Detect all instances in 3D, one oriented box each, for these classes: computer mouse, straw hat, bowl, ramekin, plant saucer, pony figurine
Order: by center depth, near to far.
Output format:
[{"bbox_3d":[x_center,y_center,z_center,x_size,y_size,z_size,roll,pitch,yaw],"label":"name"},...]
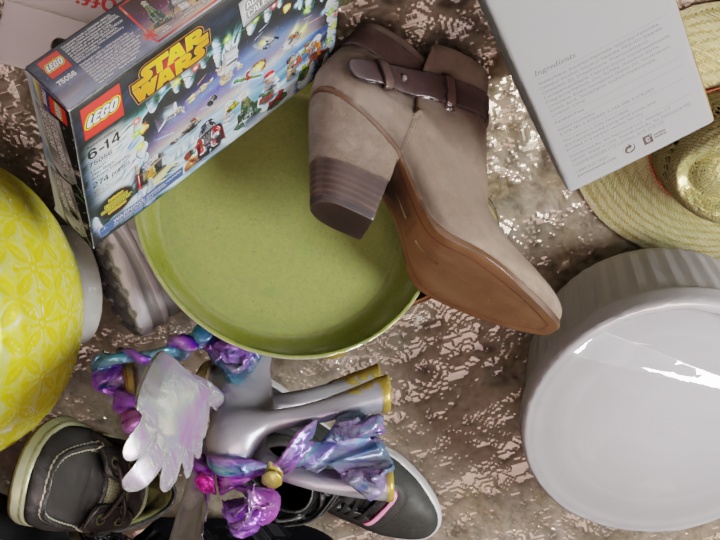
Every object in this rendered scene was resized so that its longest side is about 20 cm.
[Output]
[{"bbox_3d":[-0.079,0.104,0.821,0.197,0.194,0.168,-1,124,-4],"label":"pony figurine"},{"bbox_3d":[-0.047,-0.040,0.830,0.197,0.031,0.203,5,72,-16],"label":"plant saucer"},{"bbox_3d":[-0.231,0.018,0.845,0.107,0.200,0.202,-10,124,-40],"label":"bowl"},{"bbox_3d":[0.240,-0.072,0.854,0.198,0.085,0.203,-1,116,-2],"label":"straw hat"},{"bbox_3d":[0.205,0.076,0.907,0.199,0.095,0.204,0,125,0],"label":"ramekin"},{"bbox_3d":[-0.112,0.216,0.963,0.197,0.138,0.053,8,97,-18],"label":"computer mouse"}]

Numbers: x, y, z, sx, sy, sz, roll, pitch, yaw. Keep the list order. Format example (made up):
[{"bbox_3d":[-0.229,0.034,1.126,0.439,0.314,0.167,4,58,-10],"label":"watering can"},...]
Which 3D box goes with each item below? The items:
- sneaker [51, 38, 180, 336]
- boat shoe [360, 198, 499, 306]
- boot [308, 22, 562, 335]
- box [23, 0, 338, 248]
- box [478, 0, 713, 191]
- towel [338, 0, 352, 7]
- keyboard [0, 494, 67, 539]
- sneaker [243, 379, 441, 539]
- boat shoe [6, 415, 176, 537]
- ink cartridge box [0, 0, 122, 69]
[{"bbox_3d":[-0.151,-0.063,0.862,0.081,0.074,0.202,-26,115,-27],"label":"sneaker"},{"bbox_3d":[0.001,0.000,0.887,0.198,0.068,0.073,-18,116,6],"label":"boat shoe"},{"bbox_3d":[0.055,-0.065,0.821,0.199,0.147,0.070,30,147,-17],"label":"boot"},{"bbox_3d":[-0.092,-0.116,0.746,0.040,0.200,0.137,41,156,17],"label":"box"},{"bbox_3d":[0.114,-0.168,0.750,0.097,0.125,0.201,-25,133,9],"label":"box"},{"bbox_3d":[0.028,-0.255,0.783,0.198,0.037,0.149,-28,115,9],"label":"towel"},{"bbox_3d":[-0.245,0.200,0.822,0.020,0.129,0.200,-10,155,19],"label":"keyboard"},{"bbox_3d":[-0.019,0.161,0.948,0.199,0.099,0.071,36,108,-19],"label":"sneaker"},{"bbox_3d":[-0.172,0.142,0.882,0.065,0.201,0.073,15,83,10],"label":"boat shoe"},{"bbox_3d":[-0.153,-0.203,0.746,0.116,0.067,0.203,15,101,5],"label":"ink cartridge box"}]
